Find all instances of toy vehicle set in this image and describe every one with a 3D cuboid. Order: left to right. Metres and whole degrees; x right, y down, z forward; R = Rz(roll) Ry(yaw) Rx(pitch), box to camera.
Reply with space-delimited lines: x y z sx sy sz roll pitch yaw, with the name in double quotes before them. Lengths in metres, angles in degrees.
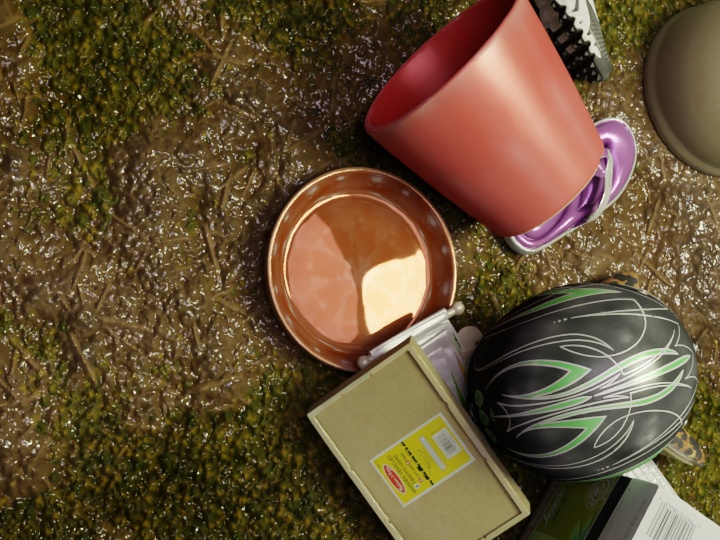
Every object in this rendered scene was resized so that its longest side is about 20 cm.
"toy vehicle set" 0.055 0.179 1.059 0.124 0.027 0.201 -34 96 13

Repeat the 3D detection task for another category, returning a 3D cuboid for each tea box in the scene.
"tea box" 0.278 0.299 1.076 0.199 0.196 0.134 36 77 -13

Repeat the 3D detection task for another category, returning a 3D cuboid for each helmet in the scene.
"helmet" 0.209 0.103 1.047 0.198 0.190 0.203 3 82 -25

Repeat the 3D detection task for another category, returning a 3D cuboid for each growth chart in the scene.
"growth chart" 0.074 0.144 1.104 0.143 0.018 0.203 -19 101 -22

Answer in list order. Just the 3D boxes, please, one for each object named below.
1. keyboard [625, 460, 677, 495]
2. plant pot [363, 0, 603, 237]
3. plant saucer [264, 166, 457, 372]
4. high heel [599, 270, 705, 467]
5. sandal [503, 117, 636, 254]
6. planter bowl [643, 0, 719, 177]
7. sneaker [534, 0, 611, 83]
"keyboard" 0.342 0.291 1.201 0.056 0.011 0.201 -38 96 -19
"plant pot" 0.132 -0.144 1.099 0.177 0.200 0.201 46 71 -17
"plant saucer" 0.000 0.000 1.108 0.198 0.032 0.203 2 83 -19
"high heel" 0.311 0.102 1.179 0.199 0.071 0.143 37 79 -2
"sandal" 0.234 -0.087 1.191 0.203 0.050 0.083 -44 98 -19
"planter bowl" 0.433 -0.216 1.233 0.198 0.135 0.203 3 81 -19
"sneaker" 0.228 -0.302 1.209 0.090 0.066 0.201 -33 92 -17
